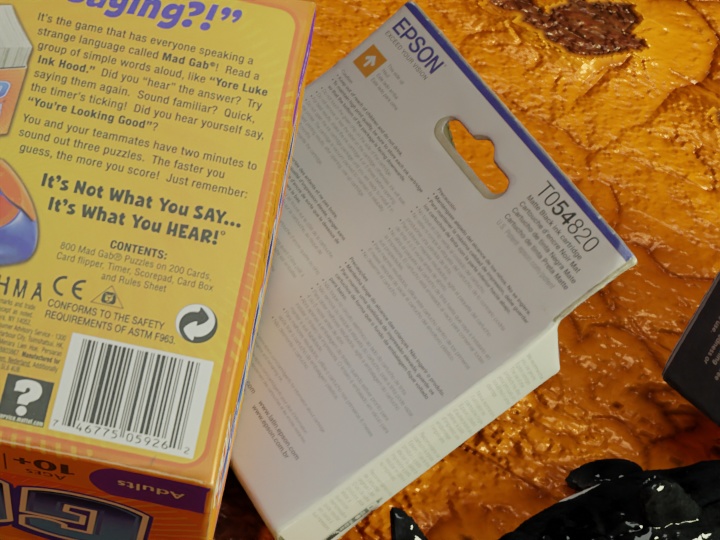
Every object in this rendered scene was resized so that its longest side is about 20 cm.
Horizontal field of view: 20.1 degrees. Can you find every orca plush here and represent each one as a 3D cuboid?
[{"bbox_3d":[0.112,0.107,0.906,0.199,0.071,0.105,2,43,-12],"label":"orca plush"}]

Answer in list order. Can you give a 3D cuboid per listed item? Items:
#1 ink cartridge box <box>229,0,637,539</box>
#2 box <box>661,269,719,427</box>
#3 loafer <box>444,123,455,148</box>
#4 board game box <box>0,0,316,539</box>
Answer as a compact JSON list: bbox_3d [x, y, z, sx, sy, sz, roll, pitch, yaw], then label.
[{"bbox_3d":[0.000,0.000,0.941,0.200,0.041,0.200,-37,55,1],"label":"ink cartridge box"},{"bbox_3d":[0.271,0.057,0.949,0.200,0.107,0.148,41,32,26],"label":"box"},{"bbox_3d":[0.025,-0.007,1.008,0.067,0.076,0.201,-11,49,-2],"label":"loafer"},{"bbox_3d":[-0.139,0.007,0.810,0.199,0.200,0.201,12,65,-1],"label":"board game box"}]
